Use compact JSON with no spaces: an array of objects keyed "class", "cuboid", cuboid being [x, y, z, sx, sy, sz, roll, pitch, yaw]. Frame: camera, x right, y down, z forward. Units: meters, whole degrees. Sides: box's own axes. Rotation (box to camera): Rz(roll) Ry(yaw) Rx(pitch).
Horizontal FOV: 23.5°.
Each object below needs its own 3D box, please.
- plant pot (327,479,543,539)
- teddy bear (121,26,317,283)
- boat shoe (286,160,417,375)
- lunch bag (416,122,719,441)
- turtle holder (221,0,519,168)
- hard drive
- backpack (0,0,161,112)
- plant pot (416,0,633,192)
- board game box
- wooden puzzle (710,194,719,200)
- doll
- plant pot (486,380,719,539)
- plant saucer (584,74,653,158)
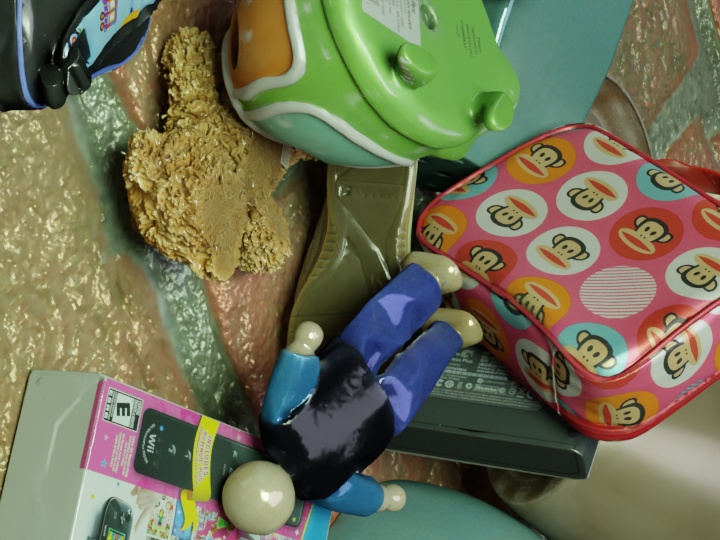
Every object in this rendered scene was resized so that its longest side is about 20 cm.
[{"class":"plant pot","cuboid":[0.073,0.239,1.114,0.200,0.134,0.201,3,86,-52]},{"class":"teddy bear","cuboid":[-0.078,-0.071,1.000,0.145,0.066,0.201,62,37,-43]},{"class":"boat shoe","cuboid":[-0.002,-0.001,1.073,0.063,0.073,0.202,-25,121,-87]},{"class":"lunch bag","cuboid":[0.150,-0.007,1.040,0.176,0.200,0.082,-33,136,-16]},{"class":"turtle holder","cuboid":[0.008,-0.124,0.953,0.185,0.131,0.142,-19,89,-58]},{"class":"hard drive","cuboid":[0.101,0.035,1.097,0.033,0.139,0.201,71,33,-45]},{"class":"backpack","cuboid":[-0.164,-0.175,0.818,0.200,0.134,0.184,-51,144,-71]},{"class":"plant pot","cuboid":[0.081,-0.156,1.146,0.141,0.141,0.201,26,76,-49]},{"class":"board game box","cuboid":[-0.105,0.152,0.943,0.200,0.064,0.148,29,66,-49]},{"class":"wooden puzzle","cuboid":[0.224,0.020,1.316,0.201,0.046,0.185,-63,162,12]},{"class":"doll","cuboid":[-0.004,0.078,0.973,0.200,0.048,0.137,-43,123,-37]},{"class":"plant pot","cuboid":[0.185,0.127,1.149,0.173,0.200,0.201,26,67,-28]},{"class":"plant saucer","cuboid":[0.172,-0.055,1.341,0.200,0.032,0.201,3,87,-52]}]
